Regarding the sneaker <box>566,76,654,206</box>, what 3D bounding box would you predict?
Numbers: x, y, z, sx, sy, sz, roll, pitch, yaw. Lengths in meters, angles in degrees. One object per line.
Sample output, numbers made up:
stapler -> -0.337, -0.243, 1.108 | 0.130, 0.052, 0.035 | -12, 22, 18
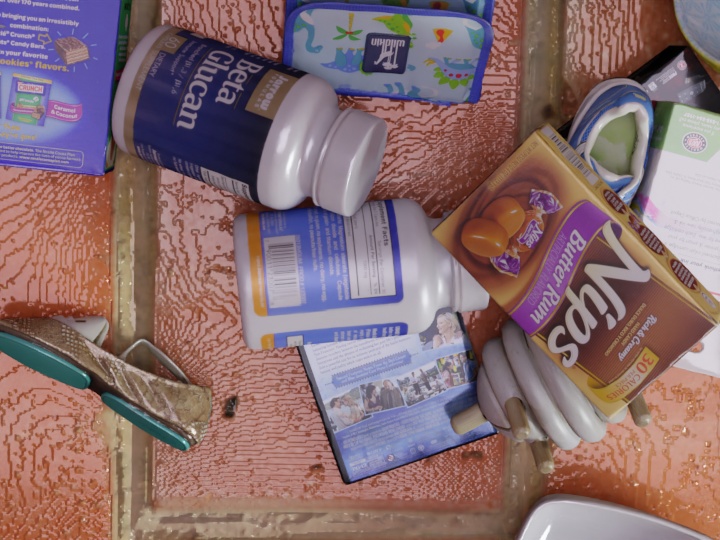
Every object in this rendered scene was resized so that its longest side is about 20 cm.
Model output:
sneaker -> 0.174, -0.058, 1.424 | 0.076, 0.077, 0.200 | 19, 97, -4

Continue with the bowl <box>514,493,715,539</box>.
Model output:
bowl -> 0.208, 0.294, 1.553 | 0.200, 0.075, 0.200 | 17, 97, -5

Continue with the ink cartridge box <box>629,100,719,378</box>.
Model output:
ink cartridge box -> 0.268, -0.024, 1.437 | 0.117, 0.067, 0.200 | 15, 95, -6

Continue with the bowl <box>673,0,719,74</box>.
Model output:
bowl -> 0.365, -0.214, 1.461 | 0.200, 0.200, 0.108 | -41, 140, 3

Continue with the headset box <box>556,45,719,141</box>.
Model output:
headset box -> 0.263, -0.064, 1.504 | 0.149, 0.077, 0.200 | -36, 97, 2

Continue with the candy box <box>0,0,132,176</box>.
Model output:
candy box -> -0.274, -0.186, 1.453 | 0.169, 0.077, 0.200 | 7, 99, -3

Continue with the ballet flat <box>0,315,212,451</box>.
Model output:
ballet flat -> -0.212, 0.078, 1.510 | 0.200, 0.071, 0.065 | 31, 68, -10

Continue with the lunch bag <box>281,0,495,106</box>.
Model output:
lunch bag -> 0.023, -0.233, 1.447 | 0.170, 0.127, 0.200 | 4, 115, -3

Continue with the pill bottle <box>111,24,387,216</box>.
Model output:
pill bottle -> -0.085, -0.114, 1.429 | 0.200, 0.111, 0.111 | 20, 97, 13

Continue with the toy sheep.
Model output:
toy sheep -> 0.164, 0.088, 1.491 | 0.200, 0.138, 0.138 | -24, 99, 9

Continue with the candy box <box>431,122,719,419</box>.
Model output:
candy box -> 0.166, 0.000, 1.374 | 0.200, 0.056, 0.117 | 46, 111, 2

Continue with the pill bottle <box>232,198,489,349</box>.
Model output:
pill bottle -> 0.000, 0.000, 1.460 | 0.200, 0.112, 0.112 | -6, 98, -3

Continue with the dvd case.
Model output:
dvd case -> 0.021, 0.069, 1.537 | 0.142, 0.018, 0.200 | -19, 100, 0
